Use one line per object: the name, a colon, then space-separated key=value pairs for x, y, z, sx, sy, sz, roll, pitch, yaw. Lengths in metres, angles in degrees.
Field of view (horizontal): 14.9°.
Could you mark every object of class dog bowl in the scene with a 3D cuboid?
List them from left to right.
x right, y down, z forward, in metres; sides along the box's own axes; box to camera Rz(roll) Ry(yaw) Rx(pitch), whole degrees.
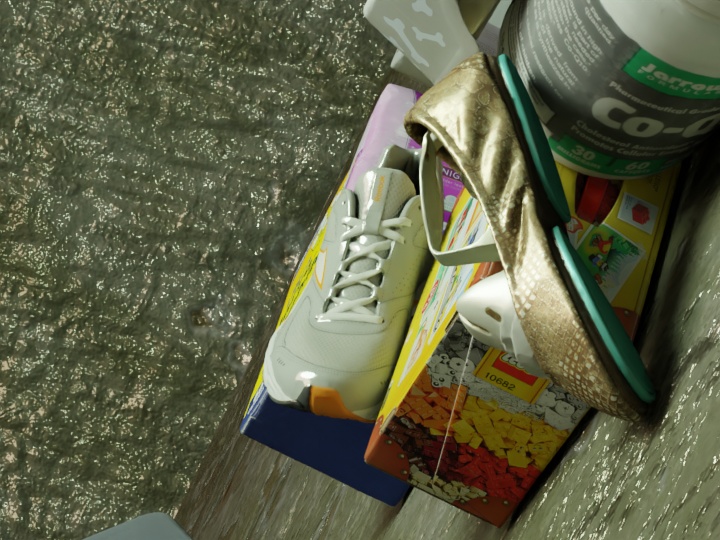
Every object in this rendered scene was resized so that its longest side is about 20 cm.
dog bowl: x=0.069 y=-0.181 z=1.302 sx=0.200 sy=0.059 sz=0.200 roll=-59 pitch=3 yaw=5

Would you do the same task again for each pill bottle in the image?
pill bottle: x=0.138 y=-0.123 z=1.202 sx=0.113 sy=0.113 sz=0.200 roll=-66 pitch=5 yaw=-22

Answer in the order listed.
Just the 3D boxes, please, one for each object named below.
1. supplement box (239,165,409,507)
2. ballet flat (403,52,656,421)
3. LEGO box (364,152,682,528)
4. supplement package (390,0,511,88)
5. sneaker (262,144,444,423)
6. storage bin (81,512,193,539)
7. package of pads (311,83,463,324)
supplement box: x=0.011 y=0.033 z=1.721 sx=0.109 sy=0.109 sz=0.200 roll=-61 pitch=6 yaw=30
ballet flat: x=0.067 y=-0.006 z=1.188 sx=0.065 sy=0.071 sz=0.200 roll=-27 pitch=51 yaw=10
LEGO box: x=0.085 y=-0.002 z=1.334 sx=0.149 sy=0.077 sz=0.200 roll=-59 pitch=7 yaw=45
supplement package: x=0.107 y=-0.166 z=1.683 sx=0.200 sy=0.117 sz=0.117 roll=141 pitch=154 yaw=-78
sneaker: x=0.000 y=0.000 z=1.406 sx=0.200 sy=0.075 sz=0.092 roll=-69 pitch=-12 yaw=-59
storage bin: x=-0.090 y=0.202 z=1.201 sx=0.200 sy=0.145 sz=0.135 roll=33 pitch=141 yaw=63
package of pads: x=0.040 y=-0.009 z=1.575 sx=0.200 sy=0.120 sz=0.076 roll=-70 pitch=3 yaw=-48
